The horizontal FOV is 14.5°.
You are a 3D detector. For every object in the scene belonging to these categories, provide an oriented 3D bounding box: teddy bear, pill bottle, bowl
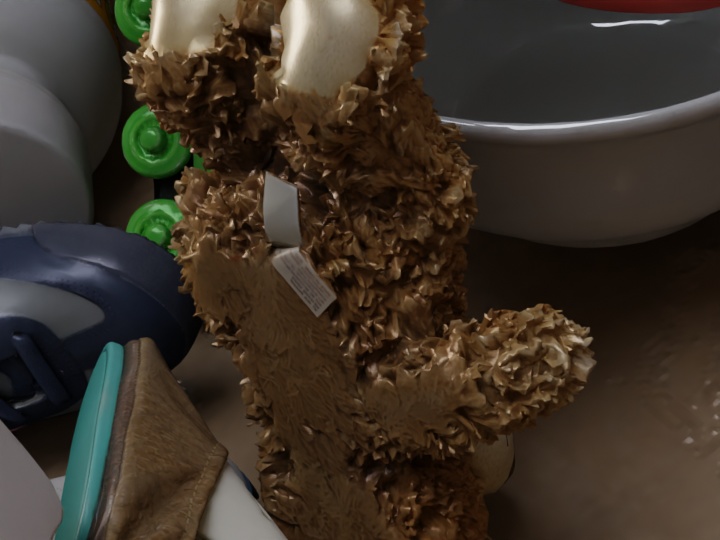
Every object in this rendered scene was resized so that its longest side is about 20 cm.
[{"bbox_3d":[0.000,0.000,0.748,0.067,0.200,0.145,-32,12,-40],"label":"teddy bear"},{"bbox_3d":[-0.138,-0.083,0.947,0.113,0.113,0.200,-21,43,8],"label":"pill bottle"},{"bbox_3d":[0.067,-0.070,0.834,0.201,0.090,0.201,-6,40,5],"label":"bowl"}]

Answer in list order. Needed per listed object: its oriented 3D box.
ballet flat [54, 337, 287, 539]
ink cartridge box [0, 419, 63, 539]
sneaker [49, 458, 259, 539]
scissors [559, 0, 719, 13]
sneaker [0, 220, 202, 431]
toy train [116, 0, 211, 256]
[{"bbox_3d":[-0.051,0.092,0.717,0.072,0.068,0.200,17,31,-5],"label":"ballet flat"},{"bbox_3d":[-0.181,0.096,0.661,0.200,0.083,0.145,-32,13,12],"label":"ink cartridge box"},{"bbox_3d":[-0.126,0.093,0.807,0.200,0.073,0.072,-19,42,8],"label":"sneaker"},{"bbox_3d":[0.135,-0.079,0.726,0.200,0.014,0.073,14,41,40],"label":"scissors"},{"bbox_3d":[-0.139,0.044,0.862,0.200,0.070,0.082,-15,38,26],"label":"sneaker"},{"bbox_3d":[-0.045,-0.090,0.881,0.056,0.042,0.200,-3,87,16],"label":"toy train"}]
